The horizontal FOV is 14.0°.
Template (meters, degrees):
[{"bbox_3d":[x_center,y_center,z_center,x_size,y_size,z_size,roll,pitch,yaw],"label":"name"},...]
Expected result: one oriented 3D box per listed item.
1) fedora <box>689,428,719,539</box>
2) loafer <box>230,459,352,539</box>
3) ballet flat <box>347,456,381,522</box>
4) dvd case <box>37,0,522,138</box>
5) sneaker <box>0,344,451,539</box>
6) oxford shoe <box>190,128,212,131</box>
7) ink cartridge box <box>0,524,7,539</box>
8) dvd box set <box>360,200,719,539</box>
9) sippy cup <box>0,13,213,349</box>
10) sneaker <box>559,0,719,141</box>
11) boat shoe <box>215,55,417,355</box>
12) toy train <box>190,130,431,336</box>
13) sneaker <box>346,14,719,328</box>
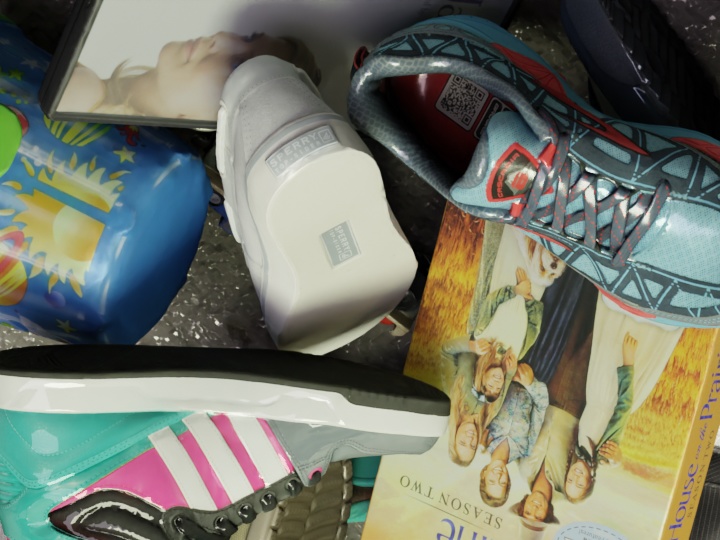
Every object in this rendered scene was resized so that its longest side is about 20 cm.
[{"bbox_3d":[0.156,0.164,1.364,0.176,0.090,0.201,-1,122,15],"label":"fedora"},{"bbox_3d":[-0.063,0.149,1.324,0.068,0.076,0.201,24,101,29],"label":"loafer"},{"bbox_3d":[0.001,0.094,1.371,0.199,0.068,0.070,-5,153,37],"label":"ballet flat"},{"bbox_3d":[-0.021,-0.114,1.206,0.199,0.018,0.143,1,132,-32],"label":"dvd case"},{"bbox_3d":[-0.062,0.098,1.234,0.199,0.084,0.122,3,100,-12],"label":"sneaker"},{"bbox_3d":[-0.025,-0.126,1.246,0.075,0.058,0.200,41,121,-8],"label":"oxford shoe"},{"bbox_3d":[-0.247,0.109,1.453,0.199,0.067,0.116,22,125,0],"label":"ink cartridge box"},{"bbox_3d":[0.079,0.072,1.250,0.146,0.029,0.201,22,104,33],"label":"dvd box set"},{"bbox_3d":[-0.140,-0.031,1.275,0.130,0.178,0.140,23,116,17],"label":"sippy cup"},{"bbox_3d":[0.123,-0.035,1.256,0.082,0.070,0.201,-24,112,24],"label":"sneaker"},{"bbox_3d":[-0.027,-0.025,1.239,0.072,0.069,0.200,-29,157,-1],"label":"boat shoe"},{"bbox_3d":[0.000,0.000,1.337,0.200,0.034,0.046,37,136,-11],"label":"toy train"},{"bbox_3d":[0.076,-0.032,1.168,0.199,0.095,0.080,30,110,24],"label":"sneaker"}]
